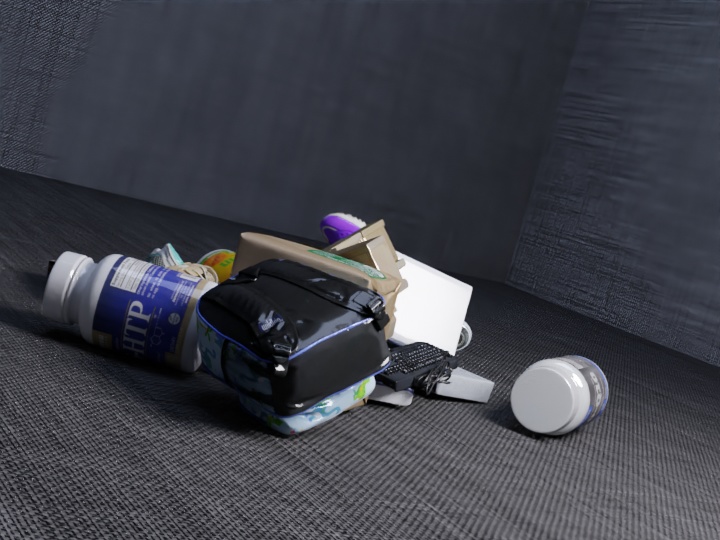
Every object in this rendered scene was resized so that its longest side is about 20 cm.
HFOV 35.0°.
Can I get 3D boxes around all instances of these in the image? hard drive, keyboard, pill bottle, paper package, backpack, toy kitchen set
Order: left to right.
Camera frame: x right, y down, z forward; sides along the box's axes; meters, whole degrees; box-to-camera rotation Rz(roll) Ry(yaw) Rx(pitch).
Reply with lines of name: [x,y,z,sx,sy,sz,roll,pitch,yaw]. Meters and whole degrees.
pill bottle: [-0.287,0.046,1.437,0.200,0.120,0.120,16,5,3]
pill bottle: [-0.181,0.041,1.828,0.111,0.111,0.200,11,7,-39]
backpack: [-0.086,0.085,1.311,0.183,0.147,0.200,-27,37,-35]
paper package: [-0.075,0.067,1.462,0.200,0.191,0.103,19,9,24]
hard drive: [-0.023,0.142,1.638,0.132,0.025,0.200,14,6,-23]
toy kitchen set: [0.038,0.023,1.608,0.180,0.163,0.200,-18,10,44]
hard drive: [0.068,0.047,1.753,0.200,0.132,0.025,25,-21,-19]
keyboard: [0.083,0.125,1.608,0.104,0.040,0.200,29,20,24]
pill bottle: [0.299,0.188,1.721,0.114,0.114,0.200,18,6,23]

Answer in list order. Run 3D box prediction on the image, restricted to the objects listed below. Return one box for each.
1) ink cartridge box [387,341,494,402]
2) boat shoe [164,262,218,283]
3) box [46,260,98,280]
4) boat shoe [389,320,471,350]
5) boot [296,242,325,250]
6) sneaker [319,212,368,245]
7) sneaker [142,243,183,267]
ink cartridge box: [0.077,0.148,1.788,0.200,0.041,0.200,21,1,41]
boat shoe: [-0.252,0.018,1.709,0.065,0.072,0.200,-24,0,1]
box: [-0.391,0.011,1.720,0.110,0.035,0.200,4,2,-31]
boat shoe: [0.086,0.100,1.841,0.200,0.072,0.071,9,11,-10]
boot: [-0.069,0.044,1.825,0.072,0.155,0.200,-23,16,-13]
sneaker: [0.000,0.000,1.783,0.200,0.100,0.070,44,-31,1]
sneaker: [-0.345,0.011,1.872,0.078,0.091,0.200,56,-18,1]
